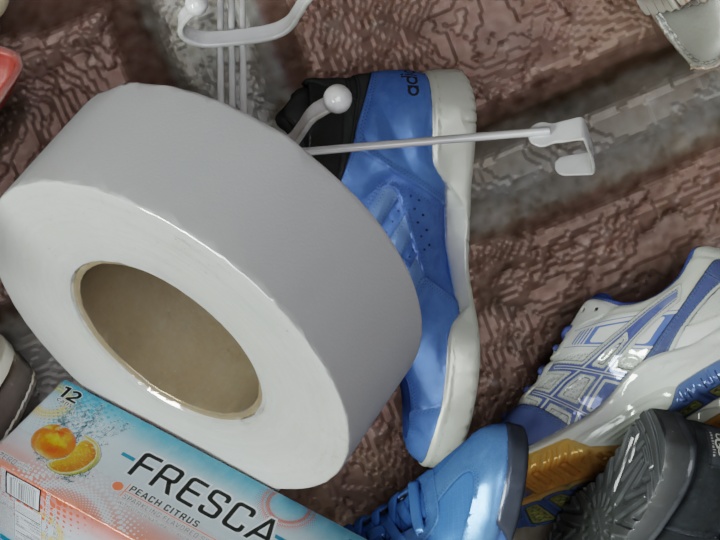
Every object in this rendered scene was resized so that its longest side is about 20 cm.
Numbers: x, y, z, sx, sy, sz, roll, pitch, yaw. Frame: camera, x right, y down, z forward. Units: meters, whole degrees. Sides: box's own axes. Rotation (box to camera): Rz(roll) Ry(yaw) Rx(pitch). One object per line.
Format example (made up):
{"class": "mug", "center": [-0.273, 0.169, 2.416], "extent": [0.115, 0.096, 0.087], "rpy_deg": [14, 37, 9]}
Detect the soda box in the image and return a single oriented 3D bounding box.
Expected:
{"class": "soda box", "center": [-0.084, 0.134, 0.902], "extent": [0.200, 0.068, 0.064], "rpy_deg": [26, 135, 17]}

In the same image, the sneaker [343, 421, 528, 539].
{"class": "sneaker", "center": [0.017, 0.146, 0.931], "extent": [0.078, 0.066, 0.200], "rpy_deg": [22, 126, -10]}

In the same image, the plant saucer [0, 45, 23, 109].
{"class": "plant saucer", "center": [-0.279, -0.041, 0.855], "extent": [0.199, 0.037, 0.200], "rpy_deg": [18, 63, 20]}

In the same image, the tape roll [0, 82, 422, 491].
{"class": "tape roll", "center": [-0.072, 0.011, 0.868], "extent": [0.202, 0.202, 0.071], "rpy_deg": [42, 58, -10]}

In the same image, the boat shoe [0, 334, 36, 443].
{"class": "boat shoe", "center": [-0.220, 0.126, 0.940], "extent": [0.059, 0.072, 0.200], "rpy_deg": [34, 88, -29]}

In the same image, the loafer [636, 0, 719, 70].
{"class": "loafer", "center": [0.140, -0.191, 0.917], "extent": [0.063, 0.072, 0.201], "rpy_deg": [-22, 96, -46]}

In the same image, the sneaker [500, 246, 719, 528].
{"class": "sneaker", "center": [0.125, 0.063, 0.968], "extent": [0.200, 0.075, 0.088], "rpy_deg": [-29, 56, 15]}

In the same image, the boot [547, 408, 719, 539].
{"class": "boot", "center": [0.210, 0.146, 0.947], "extent": [0.199, 0.066, 0.165], "rpy_deg": [11, 141, -16]}

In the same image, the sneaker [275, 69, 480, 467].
{"class": "sneaker", "center": [0.000, 0.000, 0.935], "extent": [0.111, 0.077, 0.201], "rpy_deg": [-1, 96, -9]}

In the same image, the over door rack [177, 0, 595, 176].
{"class": "over door rack", "center": [0.012, -0.124, 0.891], "extent": [0.199, 0.067, 0.148], "rpy_deg": [0, 63, -5]}

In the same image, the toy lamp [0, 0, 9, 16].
{"class": "toy lamp", "center": [-0.199, -0.087, 0.915], "extent": [0.058, 0.058, 0.201], "rpy_deg": [15, 96, -7]}
